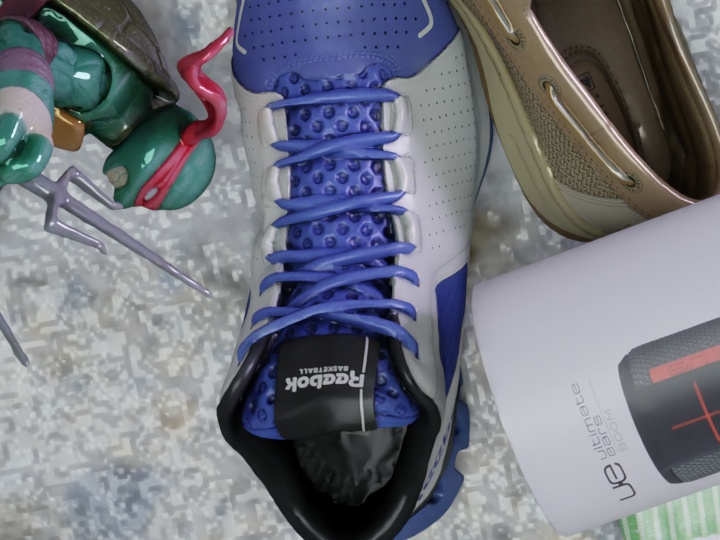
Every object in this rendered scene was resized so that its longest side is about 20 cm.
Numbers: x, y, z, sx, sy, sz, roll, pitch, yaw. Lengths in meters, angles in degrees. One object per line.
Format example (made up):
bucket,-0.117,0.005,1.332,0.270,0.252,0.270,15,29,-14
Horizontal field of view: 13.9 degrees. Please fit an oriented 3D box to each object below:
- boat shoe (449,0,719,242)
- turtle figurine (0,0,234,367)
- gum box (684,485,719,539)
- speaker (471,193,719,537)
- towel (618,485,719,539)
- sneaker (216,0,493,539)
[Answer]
boat shoe,0.056,-0.104,0.888,0.071,0.064,0.200,-35,105,-28
turtle figurine,-0.115,-0.058,0.906,0.200,0.150,0.101,39,66,2
gum box,0.230,0.063,0.923,0.200,0.045,0.170,35,103,-2
speaker,0.135,0.008,0.842,0.200,0.081,0.081,-20,98,12
towel,0.155,0.079,0.900,0.152,0.023,0.201,-11,98,10
sneaker,0.000,0.001,0.899,0.080,0.115,0.200,-2,100,5
